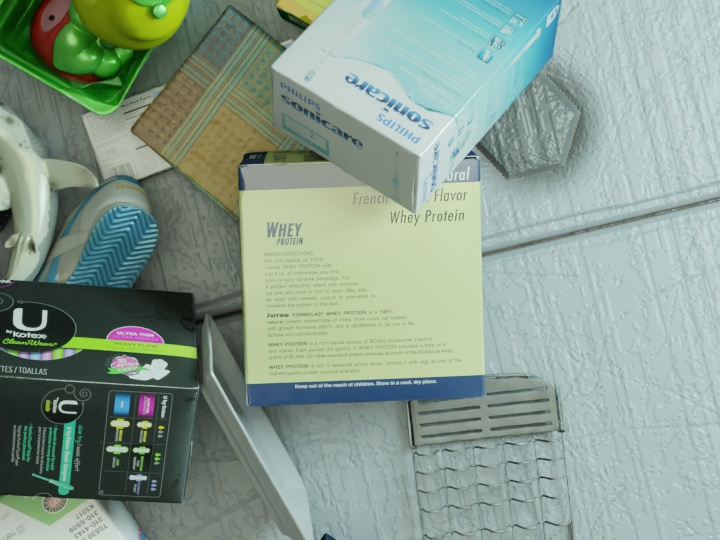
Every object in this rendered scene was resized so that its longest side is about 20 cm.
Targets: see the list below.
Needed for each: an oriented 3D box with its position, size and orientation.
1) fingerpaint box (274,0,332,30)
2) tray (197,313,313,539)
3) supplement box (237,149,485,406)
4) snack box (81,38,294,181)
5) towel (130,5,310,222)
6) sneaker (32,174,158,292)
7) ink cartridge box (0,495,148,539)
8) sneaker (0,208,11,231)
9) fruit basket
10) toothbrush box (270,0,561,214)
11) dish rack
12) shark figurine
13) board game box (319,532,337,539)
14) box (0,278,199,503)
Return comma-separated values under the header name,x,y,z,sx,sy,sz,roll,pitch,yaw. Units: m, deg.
name,x,y,z,sx,sy,sz,roll,pitch,yaw
fingerpaint box,0.053,-0.250,1.617,0.200,0.073,0.167,28,90,2
tray,-0.091,0.141,1.558,0.022,0.107,0.200,-25,116,5
supplement box,0.000,0.000,1.564,0.200,0.134,0.200,-3,98,-1
snack box,-0.140,-0.137,1.644,0.200,0.024,0.072,-20,89,1
towel,-0.080,-0.114,1.624,0.200,0.022,0.147,39,95,-7
sneaker,-0.244,0.006,1.621,0.076,0.081,0.200,32,112,-27
ink cartridge box,-0.249,0.275,1.607,0.145,0.084,0.200,-35,88,1
sneaker,-0.391,-0.103,1.636,0.200,0.072,0.072,37,87,-12
fruit basket,-0.210,-0.239,1.562,0.155,0.216,0.216,30,90,2
toothbrush box,0.045,-0.167,1.483,0.146,0.085,0.200,32,63,17
dish rack,0.116,0.190,1.614,0.153,0.055,0.200,-7,88,1
shark figurine,-0.293,-0.032,1.612,0.128,0.090,0.215,13,91,4
board game box,0.011,0.326,1.575,0.200,0.035,0.136,33,106,-18
box,-0.240,0.099,1.545,0.200,0.149,0.124,4,121,-10
